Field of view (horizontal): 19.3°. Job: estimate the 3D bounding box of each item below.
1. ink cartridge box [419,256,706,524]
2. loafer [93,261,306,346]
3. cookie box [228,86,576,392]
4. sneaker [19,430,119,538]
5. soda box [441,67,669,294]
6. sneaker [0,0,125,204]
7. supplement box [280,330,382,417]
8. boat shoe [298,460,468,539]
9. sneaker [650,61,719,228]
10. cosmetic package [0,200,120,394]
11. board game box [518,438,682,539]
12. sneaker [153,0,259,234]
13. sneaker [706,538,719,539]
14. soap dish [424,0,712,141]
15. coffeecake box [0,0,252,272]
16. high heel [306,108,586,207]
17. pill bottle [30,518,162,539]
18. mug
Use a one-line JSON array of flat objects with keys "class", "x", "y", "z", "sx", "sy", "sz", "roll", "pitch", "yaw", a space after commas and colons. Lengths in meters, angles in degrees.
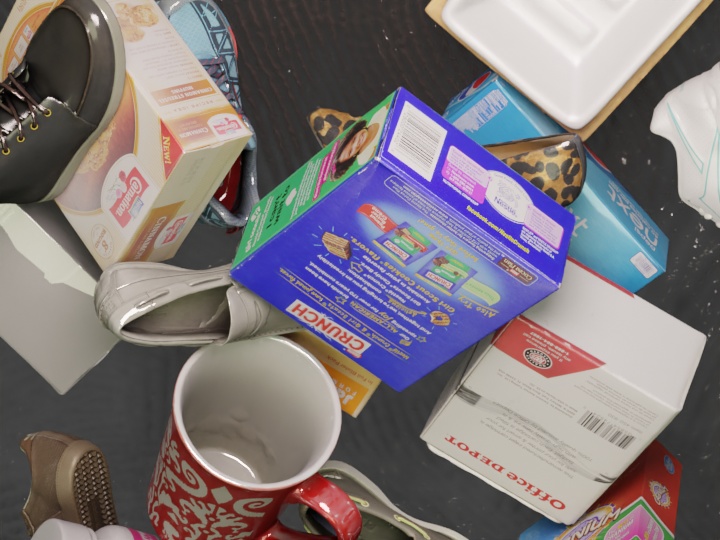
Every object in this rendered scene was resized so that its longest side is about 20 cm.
[{"class": "ink cartridge box", "x": 0.155, "y": 0.093, "z": 1.654, "sx": 0.147, "sy": 0.083, "sz": 0.200, "roll": 30, "pitch": 142, "yaw": -3}, {"class": "loafer", "x": -0.102, "y": 0.030, "z": 1.609, "sx": 0.199, "sy": 0.070, "sz": 0.070, "roll": -3, "pitch": 126, "yaw": -20}, {"class": "cookie box", "x": 0.028, "y": -0.018, "z": 1.545, "sx": 0.171, "sy": 0.075, "sz": 0.200, "roll": 35, "pitch": 138, "yaw": -18}, {"class": "sneaker", "x": -0.255, "y": 0.227, "z": 1.851, "sx": 0.075, "sy": 0.070, "sz": 0.201, "roll": 19, "pitch": 120, "yaw": 32}, {"class": "soda box", "x": 0.151, "y": -0.066, "z": 1.636, "sx": 0.064, "sy": 0.068, "sz": 0.200, "roll": -37, "pitch": 101, "yaw": 23}, {"class": "sneaker", "x": -0.244, "y": -0.113, "z": 1.536, "sx": 0.075, "sy": 0.106, "sz": 0.200, "roll": 48, "pitch": 132, "yaw": 22}, {"class": "supplement box", "x": 0.000, "y": 0.000, "z": 1.691, "sx": 0.126, "sy": 0.074, "sz": 0.200, "roll": 31, "pitch": 115, "yaw": -2}, {"class": "boat shoe", "x": 0.033, "y": 0.240, "z": 1.791, "sx": 0.201, "sy": 0.060, "sz": 0.072, "roll": 35, "pitch": 114, "yaw": -4}, {"class": "sneaker", "x": 0.293, "y": -0.060, "z": 1.619, "sx": 0.080, "sy": 0.070, "sz": 0.201, "roll": -24, "pitch": 100, "yaw": 29}, {"class": "cosmetic package", "x": -0.271, "y": -0.009, "z": 1.736, "sx": 0.107, "sy": 0.090, "sz": 0.200, "roll": -40, "pitch": 103, "yaw": 22}, {"class": "board game box", "x": 0.182, "y": 0.230, "z": 1.682, "sx": 0.040, "sy": 0.200, "sz": 0.153, "roll": 45, "pitch": 113, "yaw": -8}, {"class": "sneaker", "x": -0.110, "y": -0.124, "z": 1.641, "sx": 0.079, "sy": 0.095, "sz": 0.201, "roll": -22, "pitch": 118, "yaw": -21}, {"class": "sneaker", "x": 0.323, "y": 0.313, "z": 1.758, "sx": 0.090, "sy": 0.078, "sz": 0.200, "roll": -30, "pitch": 102, "yaw": 28}, {"class": "soap dish", "x": 0.170, "y": -0.219, "z": 1.562, "sx": 0.157, "sy": 0.081, "sz": 0.200, "roll": 39, "pitch": 114, "yaw": -6}, {"class": "coffeecake box", "x": -0.191, "y": -0.123, "z": 1.611, "sx": 0.200, "sy": 0.073, "sz": 0.154, "roll": 53, "pitch": 134, "yaw": 18}, {"class": "high heel", "x": 0.066, "y": -0.096, "z": 1.558, "sx": 0.200, "sy": 0.071, "sz": 0.143, "roll": 33, "pitch": 135, "yaw": -1}, {"class": "pill bottle", "x": -0.182, "y": 0.280, "z": 1.783, "sx": 0.200, "sy": 0.113, "sz": 0.114, "roll": 20, "pitch": 118, "yaw": -27}, {"class": "mug", "x": -0.096, "y": 0.171, "z": 1.699, "sx": 0.133, "sy": 0.178, "sz": 0.200, "roll": -13, "pitch": 157, "yaw": -23}]
